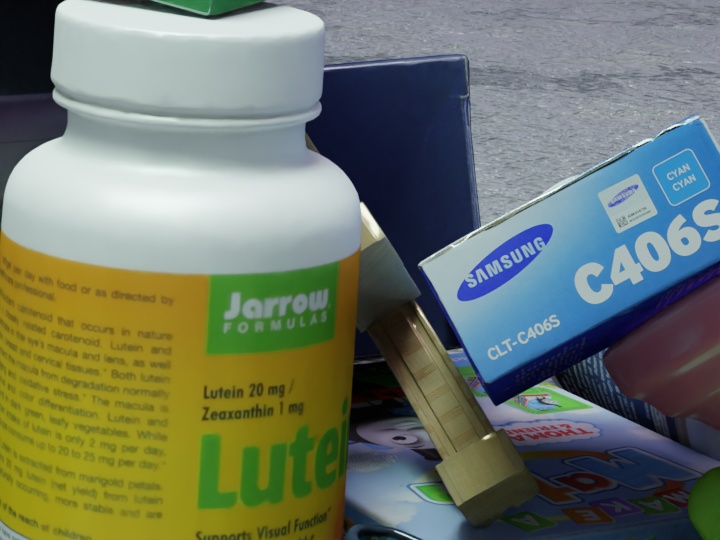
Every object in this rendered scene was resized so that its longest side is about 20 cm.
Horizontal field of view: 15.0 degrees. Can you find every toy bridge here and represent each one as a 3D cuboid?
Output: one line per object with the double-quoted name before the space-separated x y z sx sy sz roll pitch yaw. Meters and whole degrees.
"toy bridge" 0.000 0.000 0.921 0.027 0.200 0.067 -33 -23 1

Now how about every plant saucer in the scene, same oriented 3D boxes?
"plant saucer" 0.173 -0.003 0.865 0.200 0.051 0.201 -29 -6 -4

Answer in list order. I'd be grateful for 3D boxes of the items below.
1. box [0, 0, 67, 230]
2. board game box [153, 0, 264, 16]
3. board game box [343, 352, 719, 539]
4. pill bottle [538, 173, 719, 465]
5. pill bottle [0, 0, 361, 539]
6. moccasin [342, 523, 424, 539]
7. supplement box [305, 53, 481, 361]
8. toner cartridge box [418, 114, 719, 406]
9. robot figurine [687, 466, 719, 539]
"box" -0.197 -0.030 0.964 0.200 0.198 0.123 -7 51 -36
"board game box" -0.099 -0.130 0.904 0.200 0.029 0.135 17 20 24
"board game box" 0.036 0.076 0.989 0.151 0.037 0.200 -5 17 -32
"pill bottle" 0.135 0.021 1.086 0.111 0.111 0.200 -2 15 -23
"pill bottle" -0.057 0.019 0.849 0.111 0.200 0.111 3 14 -1
"moccasin" 0.061 0.120 0.745 0.200 0.068 0.080 13 16 32
"supplement box" -0.023 -0.017 1.077 0.109 0.109 0.200 -5 -1 -10
"toner cartridge box" 0.073 0.002 0.881 0.095 0.043 0.200 -29 -6 1
"robot figurine" 0.195 0.080 0.844 0.175 0.116 0.200 -25 0 27
